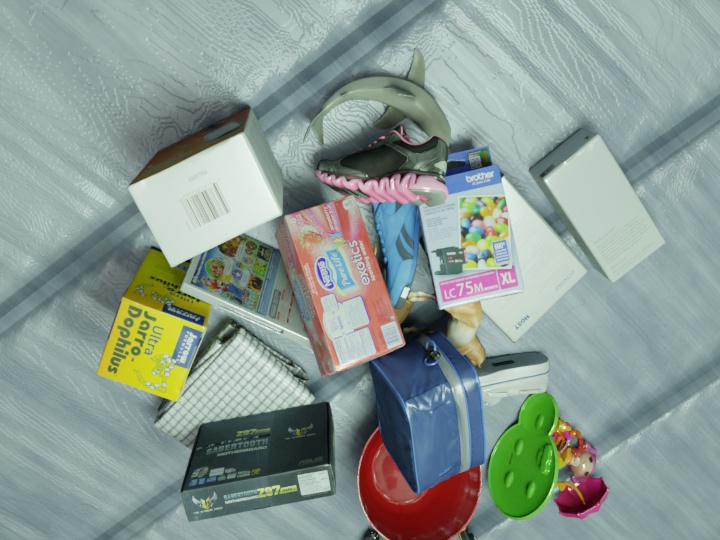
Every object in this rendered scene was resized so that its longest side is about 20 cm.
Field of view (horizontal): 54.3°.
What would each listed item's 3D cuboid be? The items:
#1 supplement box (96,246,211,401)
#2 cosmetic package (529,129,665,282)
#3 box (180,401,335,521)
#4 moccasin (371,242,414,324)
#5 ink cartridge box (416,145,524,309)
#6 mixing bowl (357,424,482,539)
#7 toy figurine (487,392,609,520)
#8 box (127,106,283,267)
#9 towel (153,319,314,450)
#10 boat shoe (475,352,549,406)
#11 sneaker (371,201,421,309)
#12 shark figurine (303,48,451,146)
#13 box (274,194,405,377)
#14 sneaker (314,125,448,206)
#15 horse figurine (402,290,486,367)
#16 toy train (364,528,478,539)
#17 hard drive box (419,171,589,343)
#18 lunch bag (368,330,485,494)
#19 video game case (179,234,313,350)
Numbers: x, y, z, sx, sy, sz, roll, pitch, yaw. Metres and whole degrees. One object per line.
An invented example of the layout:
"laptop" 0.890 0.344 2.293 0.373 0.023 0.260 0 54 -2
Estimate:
"supplement box" -0.262 0.064 0.937 0.107 0.201 0.111 21 105 -13
"cosmetic package" 0.344 -0.093 1.022 0.101 0.074 0.201 -36 107 6
"box" -0.131 0.252 0.948 0.194 0.158 0.052 -10 109 1
"moccasin" 0.000 0.000 1.014 0.201 0.074 0.078 43 85 -13
"ink cartridge box" 0.140 -0.059 0.935 0.116 0.042 0.206 -11 84 3
"mixing bowl" 0.080 0.315 1.094 0.195 0.108 0.206 2 82 -12
"toy figurine" 0.331 0.323 1.152 0.181 0.149 0.205 24 80 -28
"box" -0.185 -0.113 0.885 0.149 0.201 0.108 -25 112 3
"towel" -0.187 0.189 1.052 0.165 0.086 0.200 40 102 -15
"boat shoe" 0.203 0.178 1.096 0.194 0.074 0.067 -6 105 -3
"sneaker" 0.046 -0.051 0.980 0.076 0.066 0.206 9 82 -7
"shark figurine" 0.026 -0.226 0.934 0.208 0.090 0.132 -1 108 -8
"box" -0.031 0.022 0.905 0.100 0.095 0.205 -18 83 -19
"sneaker" 0.030 -0.141 0.920 0.196 0.079 0.098 8 82 29
"horse figurine" 0.127 0.073 1.007 0.129 0.050 0.204 5 128 2
"toy train" 0.099 0.467 1.183 0.196 0.085 0.117 -20 98 3
"hard drive box" 0.208 -0.022 1.027 0.156 0.077 0.200 -44 107 9
"lunch bag" 0.099 0.183 0.965 0.130 0.136 0.204 -19 124 -16
"video game case" -0.138 0.017 0.968 0.196 0.145 0.018 26 127 -14
